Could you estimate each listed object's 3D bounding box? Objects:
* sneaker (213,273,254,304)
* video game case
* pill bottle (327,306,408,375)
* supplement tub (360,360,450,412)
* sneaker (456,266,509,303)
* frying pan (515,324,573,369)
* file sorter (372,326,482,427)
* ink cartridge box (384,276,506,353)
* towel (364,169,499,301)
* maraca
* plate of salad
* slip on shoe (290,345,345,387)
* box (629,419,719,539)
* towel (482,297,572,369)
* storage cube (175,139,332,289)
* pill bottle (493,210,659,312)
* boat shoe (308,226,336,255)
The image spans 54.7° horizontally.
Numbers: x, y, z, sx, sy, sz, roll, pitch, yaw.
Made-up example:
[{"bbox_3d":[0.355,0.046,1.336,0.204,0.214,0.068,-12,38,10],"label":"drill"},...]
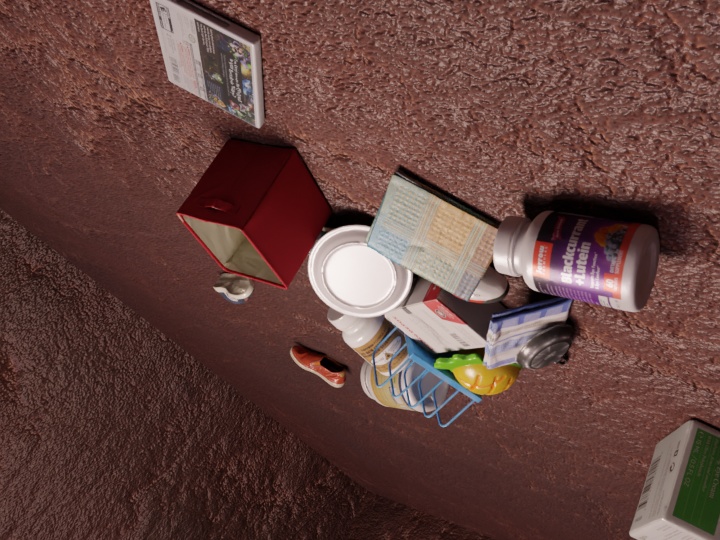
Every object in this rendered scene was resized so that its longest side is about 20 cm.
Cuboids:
[{"bbox_3d":[-0.323,0.056,1.887,0.085,0.075,0.199,46,163,-28],"label":"sneaker"},{"bbox_3d":[-0.230,-0.323,1.071,0.180,0.024,0.201,29,156,7],"label":"video game case"},{"bbox_3d":[0.024,0.136,1.561,0.200,0.115,0.114,43,154,-26],"label":"pill bottle"},{"bbox_3d":[0.103,0.258,1.669,0.144,0.146,0.199,42,154,-25],"label":"supplement tub"},{"bbox_3d":[0.151,-0.015,1.161,0.199,0.068,0.108,24,159,24],"label":"sneaker"},{"bbox_3d":[0.329,0.156,1.240,0.191,0.113,0.031,71,174,-55],"label":"frying pan"},{"bbox_3d":[0.136,0.218,1.479,0.199,0.140,0.123,34,114,-22],"label":"file sorter"},{"bbox_3d":[0.156,0.079,1.323,0.146,0.084,0.199,39,155,-17],"label":"ink cartridge box"},{"bbox_3d":[0.115,-0.053,1.103,0.198,0.022,0.148,28,124,4],"label":"towel"},{"bbox_3d":[0.236,0.189,1.382,0.198,0.109,0.136,16,152,-39],"label":"maraca"},{"bbox_3d":[0.000,0.000,1.298,0.196,0.048,0.203,4,121,6],"label":"plate of salad"},{"bbox_3d":[-0.126,0.278,2.109,0.198,0.074,0.062,30,124,19],"label":"slip on shoe"},{"bbox_3d":[0.630,0.422,1.283,0.169,0.201,0.201,24,156,14],"label":"box"},{"bbox_3d":[0.286,0.111,1.201,0.144,0.024,0.201,-14,149,-1],"label":"towel"},{"bbox_3d":[-0.186,-0.103,1.255,0.169,0.181,0.201,14,153,34],"label":"storage cube"},{"bbox_3d":[0.284,-0.019,0.933,0.198,0.112,0.112,13,151,36],"label":"pill bottle"},{"bbox_3d":[-0.093,-0.057,1.349,0.197,0.063,0.075,10,176,33],"label":"boat shoe"}]
